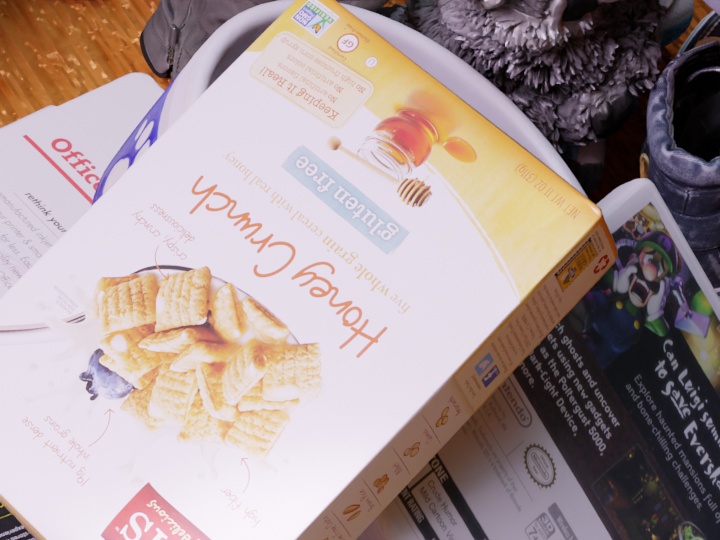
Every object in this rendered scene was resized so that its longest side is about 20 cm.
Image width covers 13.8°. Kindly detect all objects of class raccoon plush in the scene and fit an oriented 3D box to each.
[{"bbox_3d":[0.030,-0.102,1.200,0.199,0.134,0.097,-19,62,24],"label":"raccoon plush"}]

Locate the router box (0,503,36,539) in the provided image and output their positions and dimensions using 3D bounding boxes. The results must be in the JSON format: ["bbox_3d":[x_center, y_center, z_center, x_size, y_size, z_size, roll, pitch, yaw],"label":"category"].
[{"bbox_3d":[-0.113,0.124,1.071,0.199,0.051,0.149,-19,51,-23],"label":"router box"}]

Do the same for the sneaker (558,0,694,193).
[{"bbox_3d":[0.109,-0.109,1.322,0.086,0.075,0.201,10,46,-10],"label":"sneaker"}]

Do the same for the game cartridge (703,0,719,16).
[{"bbox_3d":[0.160,-0.133,1.229,0.041,0.200,0.133,-43,40,14],"label":"game cartridge"}]

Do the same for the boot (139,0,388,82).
[{"bbox_3d":[-0.038,-0.109,1.249,0.067,0.131,0.200,1,26,-22],"label":"boot"}]

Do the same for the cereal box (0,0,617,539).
[{"bbox_3d":[-0.033,0.019,0.978,0.144,0.040,0.200,39,80,27],"label":"cereal box"}]

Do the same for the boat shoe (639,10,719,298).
[{"bbox_3d":[0.162,-0.074,1.272,0.070,0.091,0.201,13,44,8],"label":"boat shoe"}]

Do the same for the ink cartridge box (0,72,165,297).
[{"bbox_3d":[-0.137,0.010,1.175,0.199,0.068,0.115,-27,54,-29],"label":"ink cartridge box"}]

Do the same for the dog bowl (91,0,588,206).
[{"bbox_3d":[0.000,0.000,1.114,0.199,0.079,0.201,25,42,-25],"label":"dog bowl"}]

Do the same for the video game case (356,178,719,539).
[{"bbox_3d":[0.092,0.096,1.050,0.182,0.023,0.201,-37,101,-35],"label":"video game case"}]
